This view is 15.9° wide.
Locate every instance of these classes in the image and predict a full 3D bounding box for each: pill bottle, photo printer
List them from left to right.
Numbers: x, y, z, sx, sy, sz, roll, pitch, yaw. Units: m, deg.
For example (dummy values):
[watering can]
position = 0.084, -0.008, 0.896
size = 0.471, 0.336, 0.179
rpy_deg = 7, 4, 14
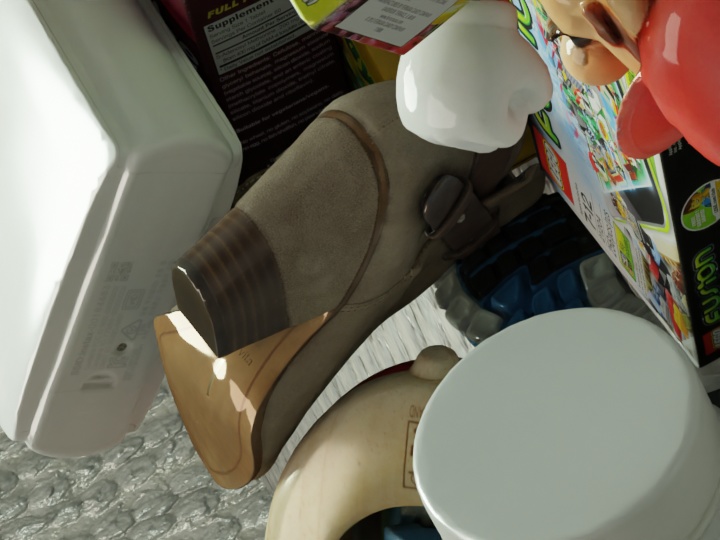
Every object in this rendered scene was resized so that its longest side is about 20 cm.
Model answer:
[photo printer]
position = -0.132, -0.050, 1.056
size = 0.200, 0.069, 0.167
rpy_deg = 57, 136, 39
[pill bottle]
position = 0.096, 0.111, 0.858
size = 0.113, 0.113, 0.200
rpy_deg = 52, 173, 47

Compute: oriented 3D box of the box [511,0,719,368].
[box]
position = 0.081, -0.070, 0.804
size = 0.110, 0.035, 0.200
rpy_deg = 55, 170, 40

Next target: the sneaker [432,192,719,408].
[sneaker]
position = 0.094, 0.042, 0.988
size = 0.087, 0.075, 0.200
rpy_deg = 60, 174, -35

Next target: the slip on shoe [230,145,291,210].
[slip on shoe]
position = -0.036, -0.005, 1.045
size = 0.199, 0.061, 0.076
rpy_deg = -12, 128, 45

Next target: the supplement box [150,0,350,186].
[supplement box]
position = -0.053, -0.099, 1.085
size = 0.109, 0.061, 0.200
rpy_deg = 56, 168, 38

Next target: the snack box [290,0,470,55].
[snack box]
position = 0.002, -0.171, 0.573
size = 0.200, 0.142, 0.053
rpy_deg = 58, -160, 18

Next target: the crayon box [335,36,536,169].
[crayon box]
position = 0.017, -0.088, 1.079
size = 0.127, 0.051, 0.200
rpy_deg = 62, 171, 1

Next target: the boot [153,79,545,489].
[boot]
position = 0.000, 0.000, 0.942
size = 0.070, 0.146, 0.200
rpy_deg = 52, 163, 16

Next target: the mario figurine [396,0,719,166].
[mario figurine]
position = 0.039, -0.098, 0.650
size = 0.200, 0.123, 0.106
rpy_deg = 48, -177, 10

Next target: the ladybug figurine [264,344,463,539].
[ladybug figurine]
position = 0.033, 0.110, 0.977
size = 0.072, 0.135, 0.201
rpy_deg = -72, -14, -57
